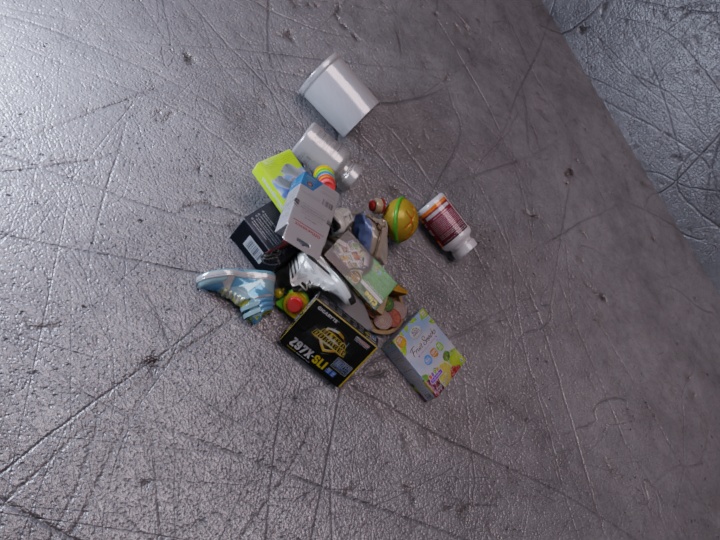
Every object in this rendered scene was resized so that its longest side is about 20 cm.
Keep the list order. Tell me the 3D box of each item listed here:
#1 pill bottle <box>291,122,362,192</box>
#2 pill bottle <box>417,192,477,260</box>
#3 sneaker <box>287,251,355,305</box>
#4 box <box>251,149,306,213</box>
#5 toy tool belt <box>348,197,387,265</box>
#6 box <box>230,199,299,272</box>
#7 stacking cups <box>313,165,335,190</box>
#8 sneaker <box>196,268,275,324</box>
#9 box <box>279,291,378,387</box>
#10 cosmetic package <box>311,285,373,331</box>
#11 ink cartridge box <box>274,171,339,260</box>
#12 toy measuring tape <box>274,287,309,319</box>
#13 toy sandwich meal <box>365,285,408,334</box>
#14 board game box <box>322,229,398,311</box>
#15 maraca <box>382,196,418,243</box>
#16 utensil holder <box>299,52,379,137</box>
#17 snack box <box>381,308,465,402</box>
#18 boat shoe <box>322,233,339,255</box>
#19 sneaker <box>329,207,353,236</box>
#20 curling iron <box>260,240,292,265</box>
[{"bbox_3d":[-0.095,-0.328,1.881,0.199,0.114,0.115,39,50,-11],"label":"pill bottle"},{"bbox_3d":[0.279,-0.138,2.042,0.201,0.113,0.113,51,49,0],"label":"pill bottle"},{"bbox_3d":[-0.108,0.038,1.609,0.115,0.076,0.201,-41,71,-7],"label":"sneaker"},{"bbox_3d":[-0.177,-0.207,1.662,0.121,0.048,0.201,-33,87,-41],"label":"box"},{"bbox_3d":[0.013,-0.113,1.832,0.121,0.124,0.203,3,84,-27],"label":"toy tool belt"},{"bbox_3d":[-0.214,-0.098,1.680,0.149,0.107,0.200,51,49,0],"label":"box"},{"bbox_3d":[-0.091,-0.243,1.743,0.060,0.061,0.200,31,11,-17],"label":"stacking cups"},{"bbox_3d":[-0.298,0.067,1.555,0.197,0.079,0.133,0,75,-23],"label":"sneaker"},{"bbox_3d":[-0.079,0.175,1.594,0.199,0.160,0.049,40,22,-11],"label":"box"},{"bbox_3d":[-0.054,0.090,1.694,0.089,0.107,0.202,-7,69,-36],"label":"cosmetic package"},{"bbox_3d":[-0.136,-0.126,1.577,0.115,0.066,0.202,31,58,-26],"label":"ink cartridge box"},{"bbox_3d":[-0.135,0.105,1.644,0.199,0.074,0.074,37,50,-6],"label":"toy measuring tape"},{"bbox_3d":[0.054,0.081,1.796,0.203,0.070,0.208,16,58,-27],"label":"toy sandwich meal"},{"bbox_3d":[0.000,0.000,1.674,0.200,0.023,0.105,48,63,-9],"label":"board game box"},{"bbox_3d":[0.124,-0.151,1.919,0.200,0.105,0.139,-3,102,-75],"label":"maraca"},{"bbox_3d":[-0.064,-0.541,1.986,0.200,0.169,0.170,46,49,-9],"label":"utensil holder"},{"bbox_3d":[0.180,0.237,1.803,0.200,0.068,0.168,49,50,-1],"label":"snack box"},{"bbox_3d":[-0.036,-0.034,1.761,0.199,0.069,0.075,32,7,19],"label":"boat shoe"},{"bbox_3d":[-0.057,-0.142,1.744,0.080,0.200,0.076,-8,105,-8],"label":"sneaker"},{"bbox_3d":[-0.176,-0.064,1.597,0.049,0.026,0.200,24,39,25],"label":"curling iron"}]
